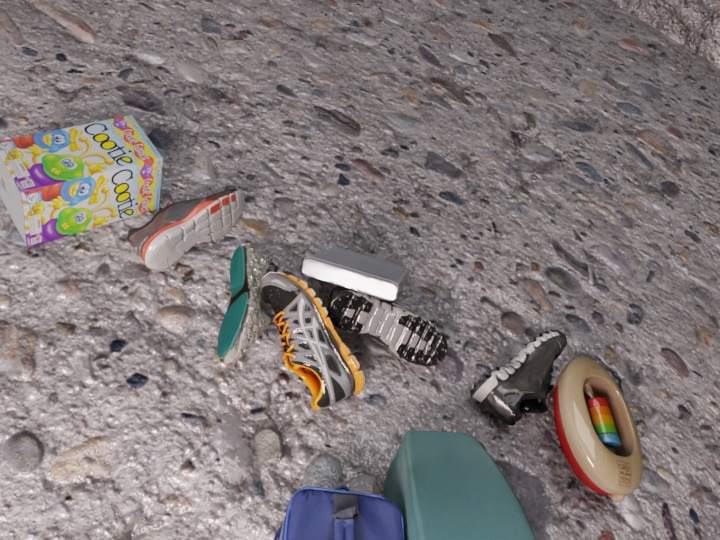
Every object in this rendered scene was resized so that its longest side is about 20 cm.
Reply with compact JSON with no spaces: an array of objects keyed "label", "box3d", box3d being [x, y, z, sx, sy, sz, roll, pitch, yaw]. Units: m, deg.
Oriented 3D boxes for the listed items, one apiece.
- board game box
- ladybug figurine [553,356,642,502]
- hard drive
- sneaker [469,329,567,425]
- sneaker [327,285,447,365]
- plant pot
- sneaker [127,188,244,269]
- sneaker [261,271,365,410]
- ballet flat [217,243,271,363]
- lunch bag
[{"label":"board game box","box3d":[-0.396,-0.131,0.955,0.197,0.106,0.103,-24,61,-36]},{"label":"ladybug figurine","box3d":[0.324,0.222,0.936,0.133,0.072,0.204,18,49,-25]},{"label":"hard drive","box3d":[0.000,0.000,0.960,0.129,0.027,0.200,16,8,6]},{"label":"sneaker","box3d":[0.252,0.161,0.982,0.198,0.067,0.091,-27,65,-34]},{"label":"sneaker","box3d":[0.037,0.070,0.963,0.197,0.068,0.091,25,12,-18]},{"label":"plant pot","box3d":[0.099,0.290,0.748,0.138,0.143,0.202,7,39,-16]},{"label":"sneaker","box3d":[-0.257,-0.082,0.991,0.081,0.078,0.199,34,44,20]},{"label":"sneaker","box3d":[-0.075,0.091,0.885,0.077,0.078,0.202,-32,81,-29]},{"label":"ballet flat","box3d":[-0.150,0.046,0.924,0.070,0.073,0.203,10,46,-12]},{"label":"lunch bag","box3d":[-0.023,0.317,0.672,0.132,0.134,0.203,10,46,-13]}]
